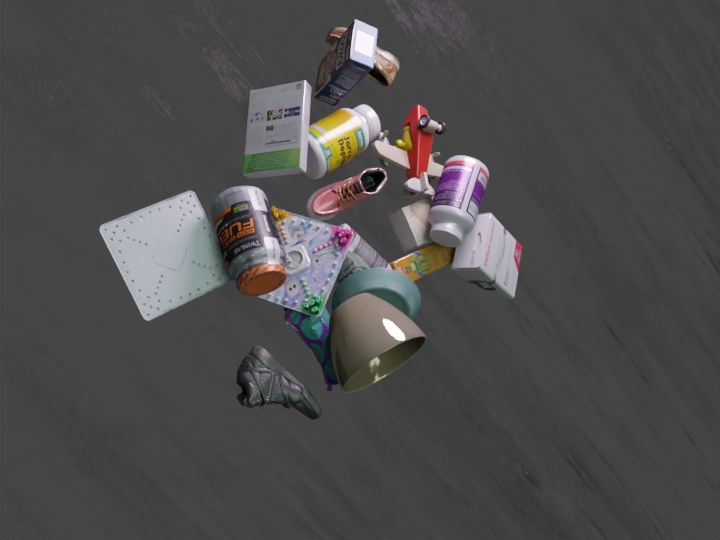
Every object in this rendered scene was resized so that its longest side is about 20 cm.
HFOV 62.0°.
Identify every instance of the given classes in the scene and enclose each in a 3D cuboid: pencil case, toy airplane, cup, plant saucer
[{"bbox_3d":[-0.085,0.150,1.287,0.092,0.085,0.201,-37,98,-28],"label":"pencil case"},{"bbox_3d":[0.120,-0.267,1.442,0.199,0.140,0.201,-47,124,-30],"label":"toy airplane"},{"bbox_3d":[0.013,0.133,1.211,0.199,0.201,0.144,-22,67,-29],"label":"cup"},{"bbox_3d":[0.035,0.085,1.308,0.199,0.200,0.036,27,31,-20],"label":"plant saucer"}]

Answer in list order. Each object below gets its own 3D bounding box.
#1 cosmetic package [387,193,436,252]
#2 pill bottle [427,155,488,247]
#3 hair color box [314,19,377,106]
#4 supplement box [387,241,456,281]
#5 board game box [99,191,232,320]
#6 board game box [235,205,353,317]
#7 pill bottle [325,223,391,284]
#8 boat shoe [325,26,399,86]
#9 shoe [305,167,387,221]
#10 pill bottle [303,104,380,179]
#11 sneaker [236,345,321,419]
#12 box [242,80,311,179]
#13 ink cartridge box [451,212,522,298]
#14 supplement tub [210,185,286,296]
[{"bbox_3d":[0.178,-0.132,1.483,0.199,0.073,0.104,-26,93,-30],"label":"cosmetic package"},{"bbox_3d":[0.226,-0.161,1.408,0.112,0.112,0.202,29,68,-20],"label":"pill bottle"},{"bbox_3d":[-0.037,-0.467,1.362,0.060,0.200,0.101,14,74,-24],"label":"hair color box"},{"bbox_3d":[0.149,-0.019,1.450,0.199,0.069,0.067,-26,92,-27],"label":"supplement box"},{"bbox_3d":[-0.382,-0.031,1.194,0.199,0.026,0.202,-28,93,-28],"label":"board game box"},{"bbox_3d":[-0.139,-0.024,1.256,0.198,0.026,0.202,17,71,16],"label":"board game box"},{"bbox_3d":[0.000,0.000,1.344,0.200,0.110,0.111,43,65,-14],"label":"pill bottle"},{"bbox_3d":[0.006,-0.520,1.468,0.198,0.075,0.075,23,74,-21],"label":"boat shoe"},{"bbox_3d":[-0.031,-0.180,1.373,0.199,0.091,0.072,-29,94,-28],"label":"shoe"},{"bbox_3d":[-0.052,-0.302,1.373,0.199,0.113,0.113,-36,97,-28],"label":"pill bottle"},{"bbox_3d":[-0.176,0.259,1.227,0.199,0.076,0.115,43,66,-10],"label":"sneaker"},{"bbox_3d":[-0.181,-0.304,1.300,0.036,0.143,0.203,31,60,-64],"label":"box"},{"bbox_3d":[0.318,-0.033,1.487,0.199,0.083,0.147,34,65,-45],"label":"ink cartridge box"},{"bbox_3d":[-0.222,-0.058,1.203,0.121,0.123,0.202,-9,62,-28],"label":"supplement tub"}]
